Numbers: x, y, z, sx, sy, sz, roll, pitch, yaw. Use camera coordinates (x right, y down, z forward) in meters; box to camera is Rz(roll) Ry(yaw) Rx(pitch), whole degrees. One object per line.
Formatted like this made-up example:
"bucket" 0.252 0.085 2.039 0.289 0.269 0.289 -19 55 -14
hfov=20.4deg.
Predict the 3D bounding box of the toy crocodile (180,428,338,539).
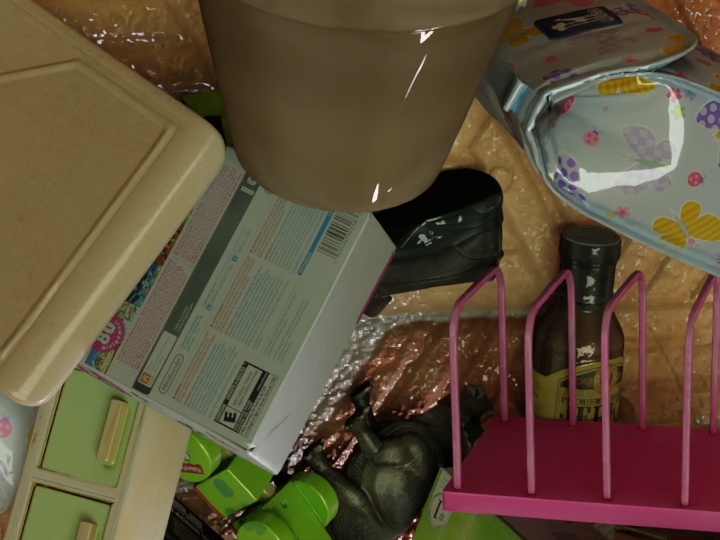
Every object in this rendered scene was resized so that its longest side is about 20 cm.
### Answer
"toy crocodile" -0.076 0.136 1.277 0.062 0.068 0.200 -32 99 42

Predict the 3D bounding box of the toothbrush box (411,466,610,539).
"toothbrush box" 0.086 0.249 1.283 0.086 0.145 0.202 7 112 -37

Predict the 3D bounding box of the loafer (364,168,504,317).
"loafer" 0.000 0.000 1.267 0.198 0.073 0.073 -15 119 -6

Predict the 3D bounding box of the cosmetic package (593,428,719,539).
"cosmetic package" 0.247 0.251 1.357 0.164 0.200 0.165 -35 117 3

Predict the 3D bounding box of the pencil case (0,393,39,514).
"pencil case" -0.276 0.068 1.220 0.199 0.083 0.091 36 101 -23

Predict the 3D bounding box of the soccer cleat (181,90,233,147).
"soccer cleat" -0.093 -0.012 1.206 0.067 0.080 0.202 31 69 -61

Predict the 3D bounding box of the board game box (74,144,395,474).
"board game box" -0.102 0.002 1.132 0.199 0.064 0.148 26 82 21

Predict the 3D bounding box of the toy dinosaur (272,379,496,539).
"toy dinosaur" 0.006 0.143 1.324 0.200 0.077 0.102 -43 102 2

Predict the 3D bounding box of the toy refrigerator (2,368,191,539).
"toy refrigerator" -0.166 0.155 1.200 0.075 0.070 0.202 11 81 23

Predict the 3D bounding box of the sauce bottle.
"sauce bottle" 0.142 0.071 1.333 0.064 0.065 0.202 -2 111 -13

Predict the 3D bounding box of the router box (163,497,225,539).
"router box" -0.121 0.258 1.340 0.150 0.062 0.200 -42 114 11

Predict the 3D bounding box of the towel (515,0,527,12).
"towel" 0.037 -0.249 1.138 0.199 0.023 0.145 24 94 -11

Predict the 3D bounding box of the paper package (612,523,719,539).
"paper package" 0.243 0.249 1.187 0.189 0.104 0.202 -4 114 -10

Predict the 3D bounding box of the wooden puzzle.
"wooden puzzle" -0.199 -0.050 1.127 0.199 0.037 0.186 35 85 16

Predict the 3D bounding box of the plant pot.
"plant pot" -0.006 -0.133 1.065 0.198 0.201 0.175 -2 127 -13

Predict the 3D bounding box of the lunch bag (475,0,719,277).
"lunch bag" 0.162 -0.096 1.210 0.199 0.170 0.128 20 106 -19

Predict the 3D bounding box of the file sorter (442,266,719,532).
"file sorter" 0.161 0.070 1.217 0.198 0.139 0.127 2 105 17
